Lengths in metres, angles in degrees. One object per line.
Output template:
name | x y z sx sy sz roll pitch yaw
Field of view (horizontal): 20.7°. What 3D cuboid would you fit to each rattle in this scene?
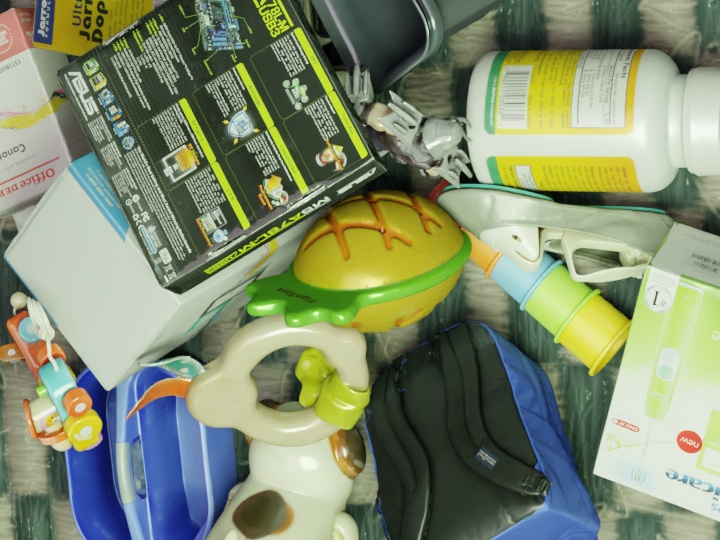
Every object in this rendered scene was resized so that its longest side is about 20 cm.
rattle | -0.095 0.065 1.627 0.198 0.144 0.131 -6 140 -2

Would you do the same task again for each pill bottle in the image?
pill bottle | 0.192 -0.119 1.560 0.198 0.113 0.114 1 98 20

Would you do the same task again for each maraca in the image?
maraca | 0.000 0.000 1.551 0.136 0.199 0.108 11 118 45

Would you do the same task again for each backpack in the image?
backpack | 0.096 0.160 1.612 0.162 0.168 0.201 -31 55 17

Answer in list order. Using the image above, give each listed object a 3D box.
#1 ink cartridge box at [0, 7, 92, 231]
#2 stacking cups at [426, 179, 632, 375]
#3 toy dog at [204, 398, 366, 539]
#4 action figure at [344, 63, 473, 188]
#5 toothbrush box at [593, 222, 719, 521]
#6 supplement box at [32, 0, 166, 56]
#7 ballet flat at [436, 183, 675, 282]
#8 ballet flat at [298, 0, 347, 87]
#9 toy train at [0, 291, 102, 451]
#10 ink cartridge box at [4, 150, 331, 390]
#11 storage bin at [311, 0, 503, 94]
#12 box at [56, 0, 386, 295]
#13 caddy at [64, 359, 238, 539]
ink cartridge box | -0.304 -0.120 1.762 0.116 0.067 0.202 -22 90 21
stacking cups | 0.134 0.003 1.633 0.200 0.060 0.061 39 108 15
toy dog | -0.073 0.208 1.674 0.138 0.194 0.201 10 68 31
action figure | 0.009 -0.112 1.558 0.199 0.070 0.130 2 144 42
toothbrush box | 0.280 0.085 1.544 0.144 0.086 0.201 20 124 15
supplement box | -0.167 -0.226 1.643 0.199 0.108 0.111 15 103 39
ballet flat | 0.157 -0.026 1.580 0.198 0.067 0.064 7 70 -3
ballet flat | -0.040 -0.183 1.661 0.071 0.072 0.202 -2 98 20
toy train | -0.271 0.089 1.650 0.055 0.200 0.151 -29 90 -11
ink cartridge box | -0.157 -0.031 1.633 0.147 0.200 0.146 51 135 6
storage bin | 0.038 -0.268 1.568 0.201 0.134 0.145 61 148 2
box | -0.108 -0.115 1.500 0.192 0.048 0.201 -31 74 6
caddy | -0.188 0.168 1.741 0.140 0.105 0.202 -4 97 21
